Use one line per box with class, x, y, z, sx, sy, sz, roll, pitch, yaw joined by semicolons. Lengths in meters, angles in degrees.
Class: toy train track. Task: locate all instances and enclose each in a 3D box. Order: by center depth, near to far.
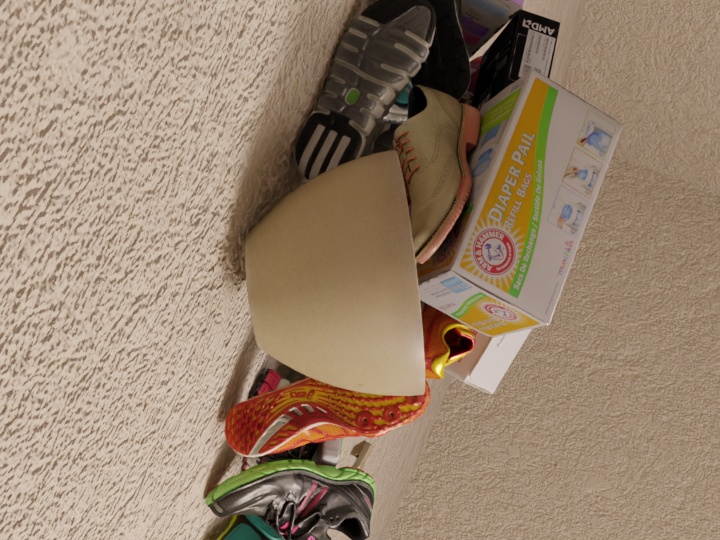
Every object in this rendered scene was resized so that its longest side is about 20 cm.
toy train track;-0.048;0.277;1.178;0.202;0.032;0.115;-60;165;-8

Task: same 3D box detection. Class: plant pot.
plant pot;-0.025;0.010;0.873;0.200;0.132;0.204;173;-90;-90

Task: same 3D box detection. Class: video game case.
video game case;-0.034;0.150;1.203;0.201;0.022;0.185;108;-11;-65

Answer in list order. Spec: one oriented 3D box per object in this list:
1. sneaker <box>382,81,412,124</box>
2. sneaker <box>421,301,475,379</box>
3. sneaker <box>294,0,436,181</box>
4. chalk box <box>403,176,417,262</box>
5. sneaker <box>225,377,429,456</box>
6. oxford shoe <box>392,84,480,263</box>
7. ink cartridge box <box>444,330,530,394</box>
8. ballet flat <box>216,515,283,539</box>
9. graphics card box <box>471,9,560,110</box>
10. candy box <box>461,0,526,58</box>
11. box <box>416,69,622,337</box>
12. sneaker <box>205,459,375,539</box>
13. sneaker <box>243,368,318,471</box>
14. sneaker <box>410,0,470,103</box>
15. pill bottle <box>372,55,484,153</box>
sneaker;0.050;-0.205;1.096;0.200;0.076;0.081;-45;143;-65
sneaker;0.082;0.059;1.058;0.200;0.076;0.074;-50;155;-61
sneaker;0.003;-0.155;0.979;0.201;0.074;0.116;-58;171;-11
chalk box;0.000;0.000;1.062;0.126;0.122;0.201;95;19;-52
sneaker;-0.030;0.124;0.985;0.077;0.197;0.074;6;73;-74
oxford shoe;0.054;-0.088;0.926;0.071;0.073;0.201;-49;-161;39
ink cartridge box;0.099;0.026;1.203;0.147;0.199;0.084;-58;145;2
ballet flat;-0.126;0.301;1.160;0.067;0.067;0.200;-51;172;19
graphics card box;0.145;-0.149;1.084;0.125;0.050;0.203;133;-30;-74
candy box;0.137;-0.332;1.126;0.200;0.071;0.170;153;-40;-76
box;0.136;-0.055;0.938;0.202;0.100;0.112;-66;-167;-15
sneaker;-0.062;0.241;1.067;0.077;0.198;0.085;-36;-128;46
sneaker;-0.081;0.191;1.127;0.201;0.074;0.081;96;18;-52
sneaker;0.065;-0.263;1.019;0.088;0.074;0.203;-72;159;-79
pill bottle;0.100;-0.153;1.197;0.199;0.109;0.110;-39;153;-29
